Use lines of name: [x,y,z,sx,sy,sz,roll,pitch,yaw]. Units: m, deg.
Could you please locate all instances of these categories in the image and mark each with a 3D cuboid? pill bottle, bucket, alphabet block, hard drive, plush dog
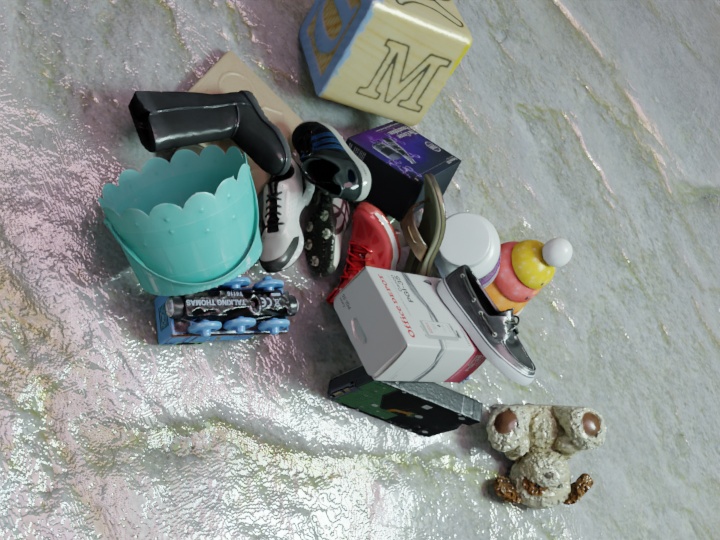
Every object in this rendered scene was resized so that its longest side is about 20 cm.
pill bottle: [0.172,-0.032,1.484,0.111,0.200,0.113,-1,81,8]
bucket: [-0.231,-0.067,1.225,0.207,0.206,0.135,-38,126,-38]
alphabet block: [0.037,-0.393,1.538,0.199,0.197,0.196,12,43,-29]
hard drive: [0.067,0.197,1.394,0.199,0.140,0.038,23,60,-24]
plush dog: [0.298,0.312,1.532,0.199,0.160,0.173,1,84,-5]

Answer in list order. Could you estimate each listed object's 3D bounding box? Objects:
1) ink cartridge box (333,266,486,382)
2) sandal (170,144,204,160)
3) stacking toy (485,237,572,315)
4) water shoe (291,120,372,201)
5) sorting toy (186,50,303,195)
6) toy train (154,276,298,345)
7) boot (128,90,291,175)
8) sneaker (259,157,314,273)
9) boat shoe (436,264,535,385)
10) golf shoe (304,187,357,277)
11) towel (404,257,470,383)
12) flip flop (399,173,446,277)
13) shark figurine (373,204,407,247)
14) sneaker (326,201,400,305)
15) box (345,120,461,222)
ink cartridge box: [0.077,0.083,1.335,0.199,0.083,0.147,9,43,-47]
sandal: [-0.222,-0.096,1.350,0.081,0.055,0.201,-14,84,-12]
stacking toy: [0.286,-0.005,1.586,0.145,0.200,0.147,13,65,-29]
water shoe: [-0.062,-0.174,1.400,0.079,0.072,0.200,-5,34,-39]
sorting toy: [-0.192,-0.232,1.455,0.185,0.036,0.200,44,49,-13]
toy train: [-0.188,0.057,1.288,0.199,0.114,0.087,0,73,-34]
boot: [-0.218,-0.197,1.334,0.199,0.066,0.165,-9,54,-44]
sneaker: [-0.126,-0.088,1.402,0.080,0.073,0.201,55,34,-49]
boat shoe: [0.197,0.075,1.344,0.200,0.066,0.070,53,28,17]
golf shoe: [-0.040,-0.083,1.473,0.088,0.077,0.201,15,64,-35]
towel: [0.131,0.084,1.521,0.200,0.024,0.148,36,53,-40]
flip flop: [0.085,-0.051,1.400,0.057,0.201,0.081,5,32,-16]
shark figurine: [0.056,-0.092,1.545,0.214,0.089,0.129,-31,124,-31]
sneaker: [0.000,0.000,1.416,0.115,0.078,0.201,-38,133,-28]
box: [0.062,-0.168,1.503,0.141,0.079,0.200,36,29,11]
